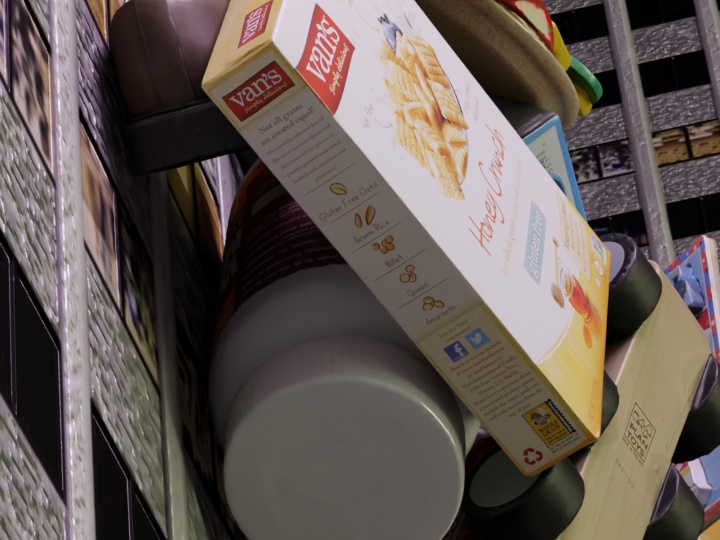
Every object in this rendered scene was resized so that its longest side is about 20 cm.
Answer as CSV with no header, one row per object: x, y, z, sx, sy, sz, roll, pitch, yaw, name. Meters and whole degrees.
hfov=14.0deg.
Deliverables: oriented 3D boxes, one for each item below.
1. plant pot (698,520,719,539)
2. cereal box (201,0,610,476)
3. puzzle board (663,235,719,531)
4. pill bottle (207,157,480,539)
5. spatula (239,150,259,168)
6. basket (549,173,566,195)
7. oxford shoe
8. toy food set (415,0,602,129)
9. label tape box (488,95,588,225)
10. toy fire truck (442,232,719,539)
0.128,0.155,1.746,0.183,0.199,0.201,47,29,-53,plant pot
0.023,-0.036,1.110,0.200,0.039,0.144,51,24,-21,cereal box
0.140,0.094,1.572,0.200,0.017,0.151,132,-38,-50,puzzle board
-0.005,0.030,1.173,0.200,0.109,0.110,-87,163,-61,pill bottle
0.000,0.000,1.371,0.200,0.057,0.021,50,-9,-22,spatula
0.070,0.056,1.514,0.176,0.138,0.201,-20,107,-62,basket
-0.053,-0.088,1.157,0.200,0.072,0.085,-34,108,-83,oxford shoe
0.043,-0.144,1.671,0.049,0.199,0.198,-57,152,-13,toy food set
0.042,-0.036,1.704,0.199,0.063,0.145,19,-45,46,label tape box
0.049,0.099,1.244,0.129,0.199,0.176,52,43,-28,toy fire truck
